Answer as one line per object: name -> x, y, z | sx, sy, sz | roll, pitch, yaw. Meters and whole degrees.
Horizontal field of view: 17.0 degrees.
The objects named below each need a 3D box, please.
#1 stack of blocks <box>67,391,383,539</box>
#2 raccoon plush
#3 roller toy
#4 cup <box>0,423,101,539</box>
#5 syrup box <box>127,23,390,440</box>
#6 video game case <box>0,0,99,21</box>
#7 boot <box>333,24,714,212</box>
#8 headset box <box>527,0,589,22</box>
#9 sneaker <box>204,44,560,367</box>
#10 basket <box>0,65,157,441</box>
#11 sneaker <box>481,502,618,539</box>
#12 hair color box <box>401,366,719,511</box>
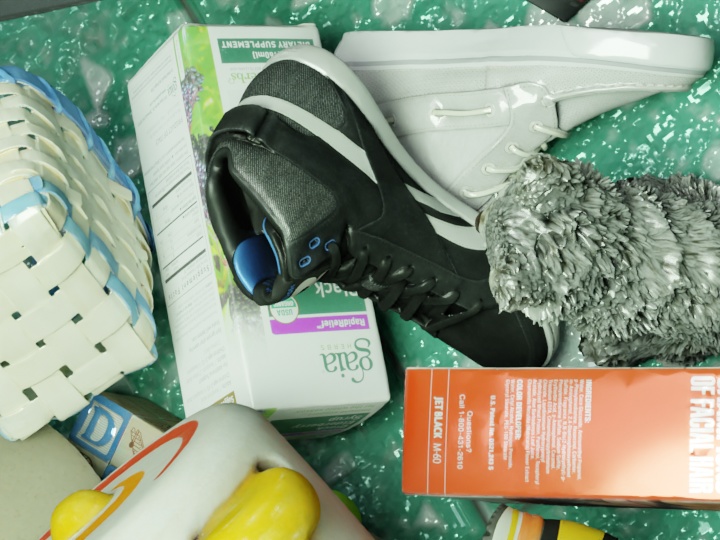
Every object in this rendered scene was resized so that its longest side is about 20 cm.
stack of blocks -> -0.072, 0.157, 1.214 | 0.200, 0.059, 0.115 | 29, 95, 26
raccoon plush -> 0.150, -0.012, 1.092 | 0.199, 0.134, 0.097 | -7, 78, 25
roller toy -> -0.084, 0.153, 1.061 | 0.182, 0.200, 0.140 | -41, 97, 0
cup -> -0.217, 0.180, 1.190 | 0.200, 0.143, 0.201 | 16, 113, 42
syrup box -> -0.052, -0.017, 1.205 | 0.081, 0.079, 0.201 | -36, 62, 57
video game case -> -0.086, -0.182, 1.218 | 0.199, 0.181, 0.026 | -9, 113, 24
boot -> 0.078, -0.070, 1.181 | 0.199, 0.073, 0.096 | 1, 92, 31
headset box -> 0.111, -0.206, 1.133 | 0.200, 0.149, 0.075 | -42, 72, 13
sneaker -> 0.000, 0.000, 1.137 | 0.200, 0.112, 0.073 | 47, 139, -10
basket -> -0.187, -0.030, 1.201 | 0.139, 0.177, 0.200 | -28, 39, 7
sneaker -> 0.078, 0.202, 1.027 | 0.090, 0.070, 0.201 | 11, 71, 3
hair color box -> 0.131, 0.078, 1.101 | 0.199, 0.111, 0.064 | -2, 82, 26
